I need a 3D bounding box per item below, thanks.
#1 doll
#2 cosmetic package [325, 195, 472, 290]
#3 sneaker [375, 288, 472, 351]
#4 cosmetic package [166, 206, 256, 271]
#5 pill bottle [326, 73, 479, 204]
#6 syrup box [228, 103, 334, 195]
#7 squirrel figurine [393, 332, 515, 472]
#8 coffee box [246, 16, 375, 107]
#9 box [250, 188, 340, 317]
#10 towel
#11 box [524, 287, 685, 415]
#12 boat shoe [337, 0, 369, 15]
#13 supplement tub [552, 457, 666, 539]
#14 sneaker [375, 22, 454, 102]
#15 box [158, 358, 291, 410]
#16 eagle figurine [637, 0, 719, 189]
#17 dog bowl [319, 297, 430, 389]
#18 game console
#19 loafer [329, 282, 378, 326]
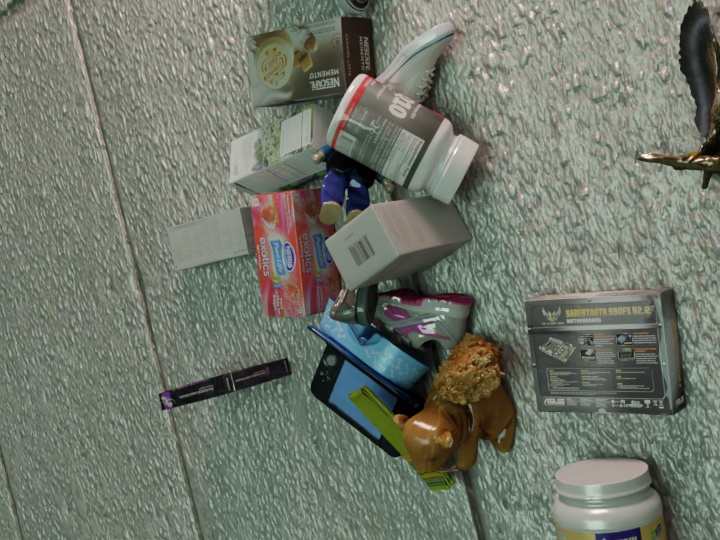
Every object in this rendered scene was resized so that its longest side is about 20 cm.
[{"bbox_3d":[-0.009,-0.143,1.442,0.135,0.201,0.049,18,136,-10],"label":"doll"},{"bbox_3d":[0.058,-0.043,1.375,0.107,0.199,0.085,-36,78,34],"label":"cosmetic package"},{"bbox_3d":[0.076,0.078,1.457,0.198,0.081,0.089,5,100,38],"label":"sneaker"},{"bbox_3d":[-0.259,-0.056,1.717,0.198,0.050,0.084,-11,89,39],"label":"cosmetic package"},{"bbox_3d":[0.061,-0.184,1.366,0.198,0.114,0.115,29,117,2],"label":"pill bottle"},{"bbox_3d":[-0.120,-0.190,1.553,0.199,0.081,0.080,-18,63,40],"label":"syrup box"},{"bbox_3d":[0.129,0.190,1.364,0.141,0.186,0.202,25,114,32],"label":"squirrel figurine"},{"bbox_3d":[-0.078,-0.325,1.509,0.198,0.079,0.116,1,98,38],"label":"coffee box"},{"bbox_3d":[-0.103,-0.029,1.568,0.094,0.102,0.203,-3,95,38],"label":"box"},{"bbox_3d":[0.058,0.258,1.460,0.200,0.018,0.086,47,154,0],"label":"towel"},{"bbox_3d":[0.324,0.110,1.288,0.198,0.048,0.161,-6,94,38],"label":"box"},{"bbox_3d":[0.000,-0.485,1.425,0.068,0.073,0.202,3,91,52],"label":"boat shoe"},{"bbox_3d":[0.331,0.362,1.264,0.144,0.145,0.203,-7,94,38],"label":"supplement tub"},{"bbox_3d":[0.079,-0.282,1.408,0.071,0.073,0.200,55,135,5],"label":"sneaker"},{"bbox_3d":[-0.239,0.199,1.687,0.199,0.142,0.037,-17,87,38],"label":"box"},{"bbox_3d":[0.435,-0.204,1.119,0.150,0.151,0.202,21,79,-8],"label":"eagle figurine"},{"bbox_3d":[0.017,0.115,1.483,0.199,0.111,0.050,35,92,29],"label":"dog bowl"},{"bbox_3d":[-0.009,0.192,1.511,0.199,0.118,0.172,34,118,24],"label":"game console"},{"bbox_3d":[0.000,0.000,1.437,0.062,0.201,0.072,-1,131,15],"label":"loafer"}]
